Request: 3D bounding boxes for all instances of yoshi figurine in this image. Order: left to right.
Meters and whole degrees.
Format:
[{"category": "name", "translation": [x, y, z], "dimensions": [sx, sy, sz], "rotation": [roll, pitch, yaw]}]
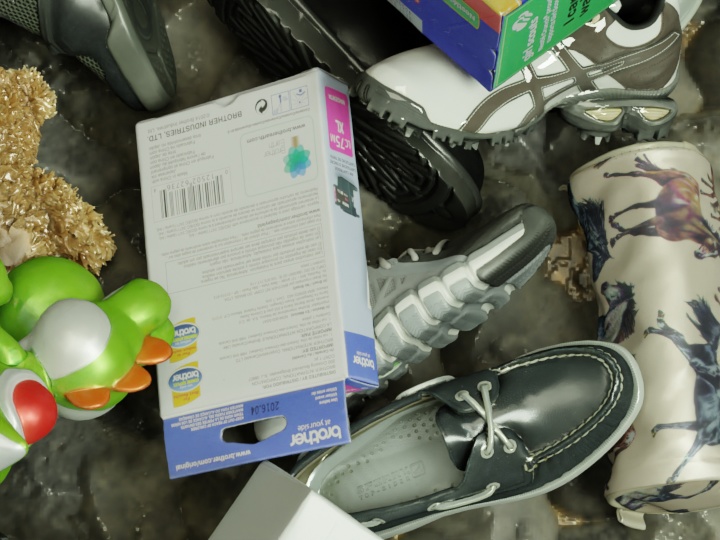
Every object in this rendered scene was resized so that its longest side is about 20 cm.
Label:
[{"category": "yoshi figurine", "translation": [-0.191, 0.053, 1.270], "dimensions": [0.200, 0.112, 0.112], "rotation": [-28, 79, -34]}]

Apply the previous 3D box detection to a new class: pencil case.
[{"category": "pencil case", "translation": [0.160, 0.035, 1.341], "dimensions": [0.078, 0.089, 0.201], "rotation": [2, 75, -32]}]

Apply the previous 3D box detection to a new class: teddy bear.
[{"category": "teddy bear", "translation": [-0.208, -0.014, 1.373], "dimensions": [0.145, 0.067, 0.200], "rotation": [-26, 85, 0]}]

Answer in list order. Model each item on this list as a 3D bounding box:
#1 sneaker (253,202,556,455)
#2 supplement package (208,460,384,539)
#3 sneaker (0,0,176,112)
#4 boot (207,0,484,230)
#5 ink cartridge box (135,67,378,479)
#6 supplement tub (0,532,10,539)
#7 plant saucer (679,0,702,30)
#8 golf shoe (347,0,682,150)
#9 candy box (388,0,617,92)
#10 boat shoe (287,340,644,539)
[{"category": "sneaker", "translation": [0.000, 0.000, 1.345], "dimensions": [0.200, 0.075, 0.116], "rotation": [-38, 73, 5]}, {"category": "supplement package", "translation": [0.007, 0.203, 1.248], "dimensions": [0.200, 0.117, 0.117], "rotation": [36, 84, -14]}, {"category": "sneaker", "translation": [-0.186, -0.157, 1.370], "dimensions": [0.114, 0.200, 0.076], "rotation": [-25, 35, 18]}, {"category": "boot", "translation": [0.032, -0.144, 1.385], "dimensions": [0.158, 0.079, 0.211], "rotation": [-42, 93, -21]}, {"category": "ink cartridge box", "translation": [-0.055, 0.005, 1.313], "dimensions": [0.119, 0.042, 0.201], "rotation": [-14, 72, 28]}, {"category": "supplement tub", "translation": [-0.174, 0.223, 1.281], "dimensions": [0.200, 0.123, 0.123], "rotation": [37, 80, 9]}, {"category": "plant saucer", "translation": [0.123, -0.211, 1.371], "dimensions": [0.200, 0.050, 0.201], "rotation": [5, 78, -25]}, {"category": "golf shoe", "translation": [0.084, -0.117, 1.302], "dimensions": [0.200, 0.095, 0.078], "rotation": [-6, 30, -34]}, {"category": "candy box", "translation": [0.086, -0.212, 1.273], "dimensions": [0.200, 0.077, 0.169], "rotation": [-38, 66, -19]}, {"category": "boat shoe", "translation": [0.053, 0.092, 1.305], "dimensions": [0.200, 0.060, 0.076], "rotation": [-30, 69, 15]}]
